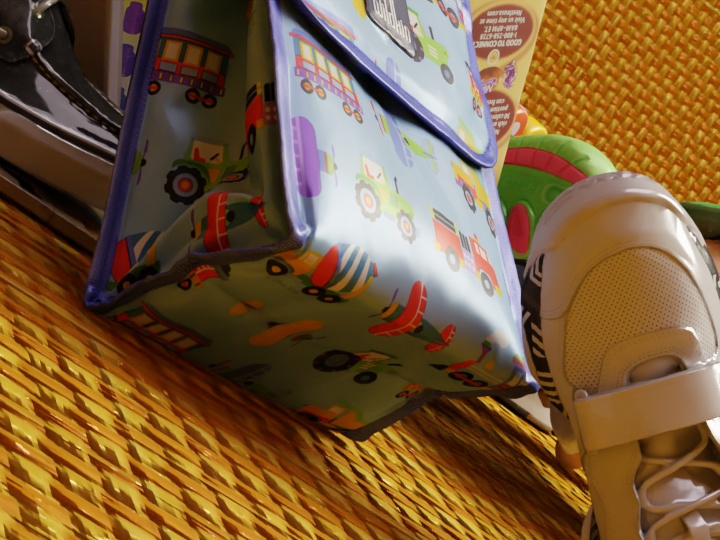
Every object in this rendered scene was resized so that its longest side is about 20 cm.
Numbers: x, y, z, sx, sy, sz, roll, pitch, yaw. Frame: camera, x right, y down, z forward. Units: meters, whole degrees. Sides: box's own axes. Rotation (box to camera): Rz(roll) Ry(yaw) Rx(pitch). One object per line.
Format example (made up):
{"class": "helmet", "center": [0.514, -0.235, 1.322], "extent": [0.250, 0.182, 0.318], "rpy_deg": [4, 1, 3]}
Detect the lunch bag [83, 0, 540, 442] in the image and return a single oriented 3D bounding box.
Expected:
{"class": "lunch bag", "center": [-0.013, -0.061, 0.797], "extent": [0.150, 0.093, 0.202], "rpy_deg": [30, 51, -47]}

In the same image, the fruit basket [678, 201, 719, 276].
{"class": "fruit basket", "center": [0.171, 0.035, 0.987], "extent": [0.184, 0.095, 0.199], "rpy_deg": [12, 29, 41]}

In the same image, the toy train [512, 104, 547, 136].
{"class": "toy train", "center": [0.026, -0.103, 1.156], "extent": [0.150, 0.056, 0.200], "rpy_deg": [40, 7, -12]}

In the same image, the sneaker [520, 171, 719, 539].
{"class": "sneaker", "center": [0.112, 0.071, 0.746], "extent": [0.115, 0.074, 0.202], "rpy_deg": [-121, -164, -62]}

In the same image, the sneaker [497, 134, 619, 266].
{"class": "sneaker", "center": [0.055, -0.036, 1.030], "extent": [0.083, 0.077, 0.199], "rpy_deg": [26, 0, -44]}

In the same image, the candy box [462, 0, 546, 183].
{"class": "candy box", "center": [0.018, -0.105, 0.946], "extent": [0.056, 0.202, 0.116], "rpy_deg": [-9, 31, -40]}

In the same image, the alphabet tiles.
{"class": "alphabet tiles", "center": [-0.128, -0.038, 0.900], "extent": [0.199, 0.008, 0.167], "rpy_deg": [35, 5, -14]}

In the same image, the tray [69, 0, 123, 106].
{"class": "tray", "center": [-0.154, -0.127, 0.951], "extent": [0.022, 0.108, 0.200], "rpy_deg": [-16, 36, -34]}

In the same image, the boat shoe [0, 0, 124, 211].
{"class": "boat shoe", "center": [-0.147, -0.096, 0.860], "extent": [0.199, 0.071, 0.072], "rpy_deg": [36, 5, 4]}

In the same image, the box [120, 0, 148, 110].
{"class": "box", "center": [-0.141, -0.146, 1.128], "extent": [0.192, 0.122, 0.200], "rpy_deg": [36, 6, 6]}

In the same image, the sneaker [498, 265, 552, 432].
{"class": "sneaker", "center": [0.073, -0.020, 1.294], "extent": [0.201, 0.147, 0.077], "rpy_deg": [34, 7, -6]}

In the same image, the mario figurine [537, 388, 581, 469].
{"class": "mario figurine", "center": [0.087, 0.060, 1.191], "extent": [0.199, 0.106, 0.124], "rpy_deg": [26, 41, 3]}
